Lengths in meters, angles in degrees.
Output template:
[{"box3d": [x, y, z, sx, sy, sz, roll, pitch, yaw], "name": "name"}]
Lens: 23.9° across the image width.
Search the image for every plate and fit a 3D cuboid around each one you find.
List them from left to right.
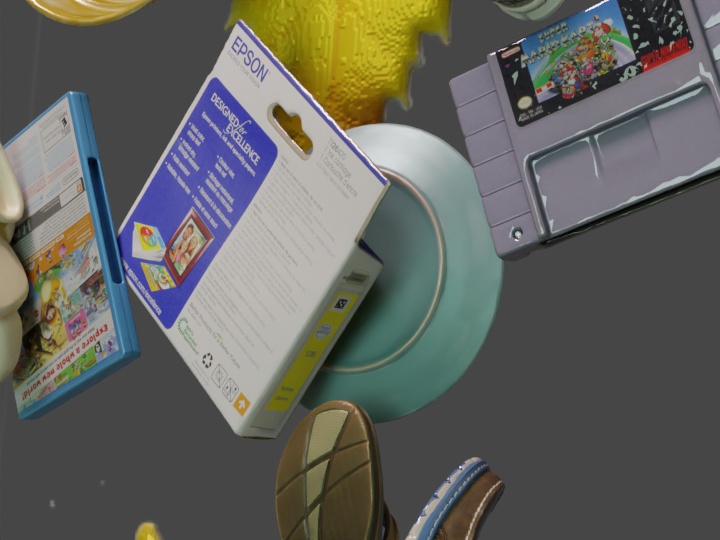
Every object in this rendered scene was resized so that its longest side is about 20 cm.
[{"box3d": [0.000, 0.000, 1.119, 0.199, 0.026, 0.201, -5, 81, 31], "name": "plate"}]

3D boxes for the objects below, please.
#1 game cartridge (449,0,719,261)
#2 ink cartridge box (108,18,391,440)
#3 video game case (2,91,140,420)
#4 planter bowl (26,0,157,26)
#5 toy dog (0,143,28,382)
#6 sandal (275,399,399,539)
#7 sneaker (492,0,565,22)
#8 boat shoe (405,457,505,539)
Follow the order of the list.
[{"box3d": [0.156, -0.100, 1.038, 0.199, 0.038, 0.130, -23, 76, 26], "name": "game cartridge"}, {"box3d": [-0.068, -0.029, 1.124, 0.200, 0.047, 0.198, -56, 50, 19], "name": "ink cartridge box"}, {"box3d": [-0.222, -0.009, 1.233, 0.143, 0.018, 0.201, -30, 67, 42], "name": "video game case"}, {"box3d": [-0.158, -0.263, 1.218, 0.200, 0.083, 0.201, -5, 79, 31], "name": "planter bowl"}, {"box3d": [-0.340, 0.002, 1.258, 0.200, 0.140, 0.194, -20, 111, 36], "name": "toy dog"}, {"box3d": [-0.003, 0.180, 1.082, 0.080, 0.054, 0.201, -9, 92, 35], "name": "sandal"}, {"box3d": [0.050, -0.237, 1.089, 0.074, 0.087, 0.200, -50, 62, 15], "name": "sneaker"}, {"box3d": [0.045, 0.202, 1.004, 0.072, 0.072, 0.200, 27, 58, 11], "name": "boat shoe"}]
